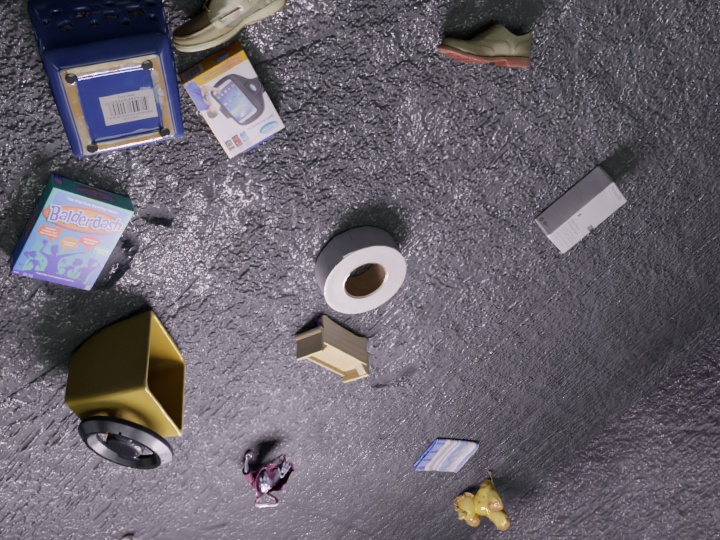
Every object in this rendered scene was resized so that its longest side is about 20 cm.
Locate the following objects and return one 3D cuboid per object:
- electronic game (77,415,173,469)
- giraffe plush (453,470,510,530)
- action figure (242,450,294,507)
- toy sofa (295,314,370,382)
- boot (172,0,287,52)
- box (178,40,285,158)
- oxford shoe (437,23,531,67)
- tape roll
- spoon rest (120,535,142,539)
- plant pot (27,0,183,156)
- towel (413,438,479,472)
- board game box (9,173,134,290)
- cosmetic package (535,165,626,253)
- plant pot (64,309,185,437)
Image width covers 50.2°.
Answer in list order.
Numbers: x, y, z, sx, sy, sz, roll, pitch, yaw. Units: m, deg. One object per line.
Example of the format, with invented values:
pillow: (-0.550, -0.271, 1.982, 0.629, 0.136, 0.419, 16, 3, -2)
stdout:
electronic game: (-0.476, 0.350, 1.561, 0.197, 0.042, 0.201, 8, 142, 6)
giraffe plush: (0.411, 0.821, 2.662, 0.160, 0.202, 0.173, -23, 163, 2)
action figure: (-0.249, 0.565, 2.071, 0.132, 0.151, 0.200, 10, 159, -24)
toy sofa: (-0.066, 0.193, 1.873, 0.082, 0.099, 0.199, -22, 145, 31)
boot: (-0.221, -0.439, 1.174, 0.198, 0.072, 0.155, -30, 139, -7)
box: (-0.216, -0.287, 1.347, 0.118, 0.042, 0.201, -29, 136, 0)
oxford shoe: (0.235, -0.428, 1.449, 0.197, 0.071, 0.075, -1, 106, -26)
tape roll: (0.000, 0.000, 1.717, 0.200, 0.071, 0.204, -15, 136, -14)
spoon rest: (-0.667, 0.790, 2.142, 0.099, 0.061, 0.199, 24, 130, -40)
plant pot: (-0.370, -0.292, 1.155, 0.197, 0.181, 0.202, -14, 135, -15)
towel: (0.280, 0.600, 2.482, 0.198, 0.024, 0.148, 15, 122, -37)
board game box: (-0.523, -0.064, 1.392, 0.151, 0.045, 0.201, 16, 121, -38)
cosmetic package: (0.534, -0.146, 1.863, 0.200, 0.074, 0.101, -41, 137, 15)
plant pot: (-0.494, 0.234, 1.599, 0.197, 0.196, 0.197, -13, 138, 5)
